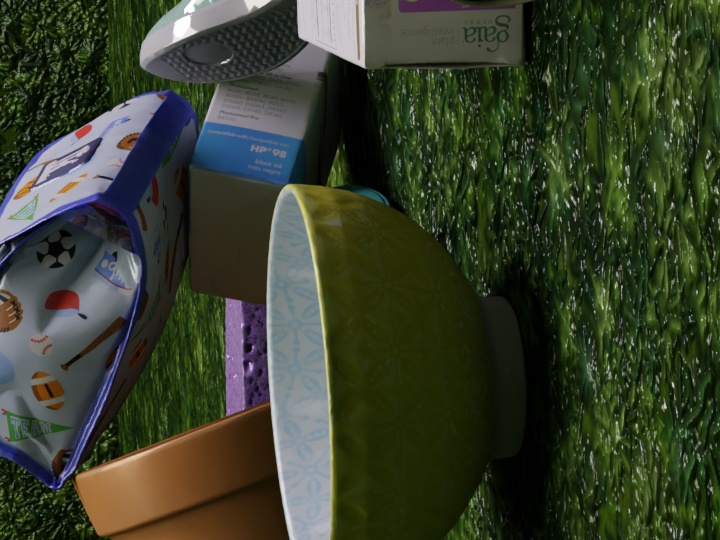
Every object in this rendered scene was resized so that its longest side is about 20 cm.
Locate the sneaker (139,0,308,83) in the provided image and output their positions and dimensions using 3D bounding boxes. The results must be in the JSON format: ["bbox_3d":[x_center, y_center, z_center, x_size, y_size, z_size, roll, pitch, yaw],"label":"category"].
[{"bbox_3d":[-0.059,-0.195,1.550,0.200,0.074,0.118,-28,59,36],"label":"sneaker"}]

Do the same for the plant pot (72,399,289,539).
[{"bbox_3d":[-0.061,0.156,1.584,0.200,0.200,0.140,149,101,-79],"label":"plant pot"}]

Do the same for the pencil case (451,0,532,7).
[{"bbox_3d":[0.047,-0.216,1.082,0.089,0.078,0.200,23,-124,-57],"label":"pencil case"}]

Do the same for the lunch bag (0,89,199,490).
[{"bbox_3d":[-0.170,-0.001,1.580,0.200,0.124,0.170,-61,4,30],"label":"lunch bag"}]

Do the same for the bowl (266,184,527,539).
[{"bbox_3d":[0.021,0.055,1.261,0.200,0.107,0.201,176,90,-81],"label":"bowl"}]

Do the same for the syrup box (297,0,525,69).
[{"bbox_3d":[0.021,-0.147,1.273,0.200,0.079,0.082,-140,48,-77],"label":"syrup box"}]

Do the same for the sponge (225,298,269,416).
[{"bbox_3d":[-0.093,0.077,2.159,0.112,0.030,0.200,-116,25,-66],"label":"sponge"}]

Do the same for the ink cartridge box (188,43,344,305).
[{"bbox_3d":[-0.054,-0.090,1.646,0.116,0.067,0.200,93,-170,-48],"label":"ink cartridge box"}]

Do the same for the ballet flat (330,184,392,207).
[{"bbox_3d":[0.000,0.000,1.496,0.200,0.068,0.067,-125,26,-75],"label":"ballet flat"}]
